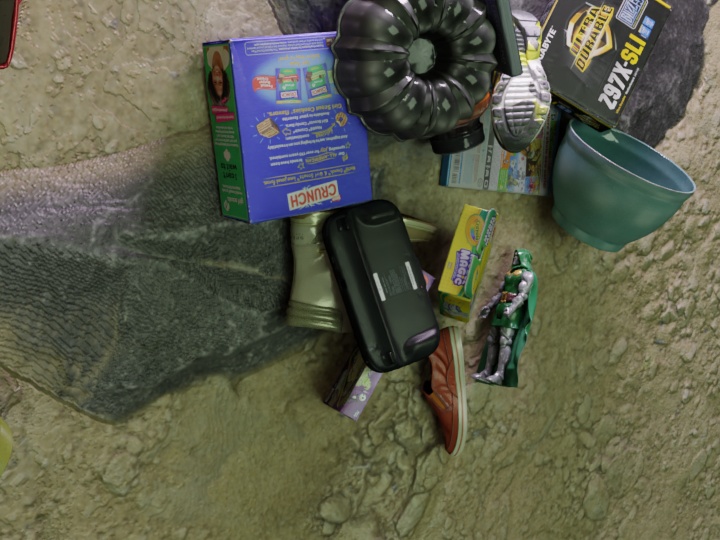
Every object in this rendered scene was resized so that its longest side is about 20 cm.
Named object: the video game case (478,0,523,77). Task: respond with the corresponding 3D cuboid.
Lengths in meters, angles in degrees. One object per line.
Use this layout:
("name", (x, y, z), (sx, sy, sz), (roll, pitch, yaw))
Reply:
("video game case", (0.147, -0.319, 1.059), (0.019, 0.200, 0.143), (-17, 111, -4))

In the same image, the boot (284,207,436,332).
("boot", (0.000, 0.000, 1.097), (0.199, 0.072, 0.155), (1, 98, -27))

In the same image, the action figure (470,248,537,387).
("action figure", (0.211, 0.065, 1.246), (0.055, 0.118, 0.201), (21, 79, -23))

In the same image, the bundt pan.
("bundt pan", (0.072, -0.243, 0.981), (0.201, 0.076, 0.203), (-6, 106, -23))

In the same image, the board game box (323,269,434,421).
("board game box", (0.022, 0.092, 1.103), (0.032, 0.120, 0.201), (31, 82, -5))

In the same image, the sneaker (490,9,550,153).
("sneaker", (0.207, -0.237, 1.132), (0.074, 0.085, 0.201), (5, 70, 4))

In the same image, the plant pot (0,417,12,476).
("plant pot", (-0.427, 0.134, 0.784), (0.200, 0.200, 0.193), (-43, 132, -19))

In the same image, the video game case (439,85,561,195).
("video game case", (0.202, -0.183, 1.227), (0.199, 0.018, 0.144), (1, 98, -34))

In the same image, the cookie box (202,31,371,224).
("cookie box", (-0.082, -0.168, 1.005), (0.171, 0.075, 0.201), (-13, 106, -31))

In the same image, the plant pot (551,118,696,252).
("plant pot", (0.360, -0.112, 1.259), (0.200, 0.200, 0.135), (6, 123, -34))

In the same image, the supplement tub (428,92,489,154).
("supplement tub", (0.102, -0.251, 1.092), (0.107, 0.107, 0.201), (-27, 113, -26))

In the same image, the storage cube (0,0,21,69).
("storage cube", (-0.387, -0.266, 0.719), (0.199, 0.180, 0.172), (6, 96, -35))

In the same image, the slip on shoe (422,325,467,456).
("slip on shoe", (0.118, 0.172, 1.224), (0.061, 0.074, 0.201), (-6, 113, 3))

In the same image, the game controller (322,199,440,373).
("game controller", (0.027, 0.017, 1.033), (0.104, 0.042, 0.201), (-19, 91, -27))

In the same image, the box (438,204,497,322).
("box", (0.137, -0.007, 1.118), (0.048, 0.200, 0.118), (17, 80, 8))

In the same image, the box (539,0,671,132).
("box", (0.327, -0.321, 1.228), (0.159, 0.049, 0.201), (29, 83, -11))
